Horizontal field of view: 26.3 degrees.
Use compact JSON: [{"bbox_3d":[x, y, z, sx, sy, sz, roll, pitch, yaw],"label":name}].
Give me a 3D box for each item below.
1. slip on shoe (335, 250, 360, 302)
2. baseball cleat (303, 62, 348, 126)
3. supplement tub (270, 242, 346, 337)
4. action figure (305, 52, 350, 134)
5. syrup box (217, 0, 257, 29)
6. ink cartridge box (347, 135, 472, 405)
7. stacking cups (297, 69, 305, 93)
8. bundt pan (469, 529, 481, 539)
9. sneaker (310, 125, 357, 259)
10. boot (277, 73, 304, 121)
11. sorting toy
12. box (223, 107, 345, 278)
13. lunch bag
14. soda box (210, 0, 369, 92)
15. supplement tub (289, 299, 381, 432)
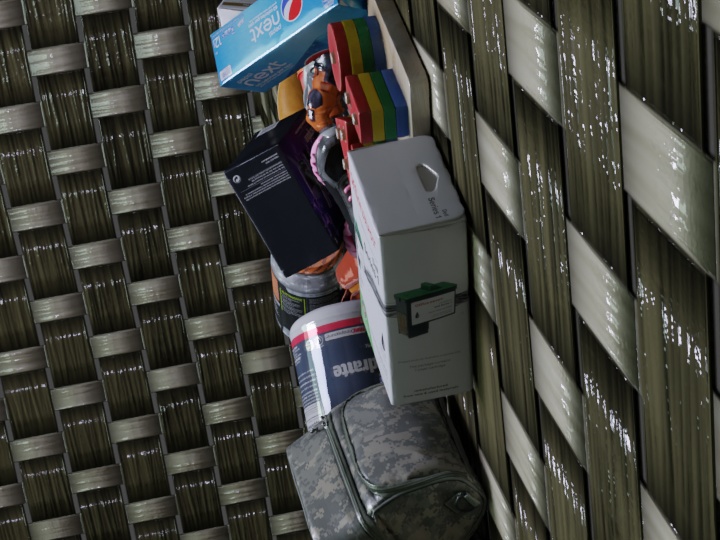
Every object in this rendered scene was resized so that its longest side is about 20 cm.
[{"bbox_3d":[0.000,0.000,1.938,0.200,0.061,0.074,90,170,-51],"label":"slip on shoe"},{"bbox_3d":[-0.048,-0.222,1.968,0.200,0.069,0.107,-112,13,-57],"label":"baseball cleat"},{"bbox_3d":[-0.073,0.013,2.322,0.200,0.122,0.123,90,168,-56],"label":"supplement tub"},{"bbox_3d":[-0.025,-0.240,1.795,0.200,0.104,0.194,-49,-38,-63],"label":"action figure"},{"bbox_3d":[-0.098,-0.324,1.839,0.200,0.081,0.079,-66,-23,-48],"label":"syrup box"},{"bbox_3d":[0.046,-0.002,1.420,0.146,0.084,0.201,-109,11,-52],"label":"ink cartridge box"},{"bbox_3d":[-0.078,-0.328,2.153,0.061,0.060,0.201,104,152,-75],"label":"stacking cups"},{"bbox_3d":[0.093,0.355,1.614,0.202,0.075,0.203,169,90,-84],"label":"bundt pan"},{"bbox_3d":[0.009,-0.069,1.677,0.200,0.079,0.096,65,177,-39],"label":"sneaker"},{"bbox_3d":[-0.064,-0.191,2.222,0.144,0.070,0.202,-164,60,-76],"label":"boot"},{"bbox_3d":[0.016,-0.149,1.522,0.199,0.069,0.201,-108,10,-51],"label":"sorting toy"},{"bbox_3d":[-0.076,-0.095,1.801,0.142,0.079,0.200,62,-166,-13],"label":"box"},{"bbox_3d":[0.034,0.210,1.554,0.139,0.168,0.200,47,-168,-31],"label":"lunch bag"},{"bbox_3d":[-0.070,-0.260,1.630,0.200,0.068,0.064,-26,70,42],"label":"soda box"},{"bbox_3d":[0.000,0.144,1.804,0.140,0.140,0.201,104,154,-75],"label":"supplement tub"}]
